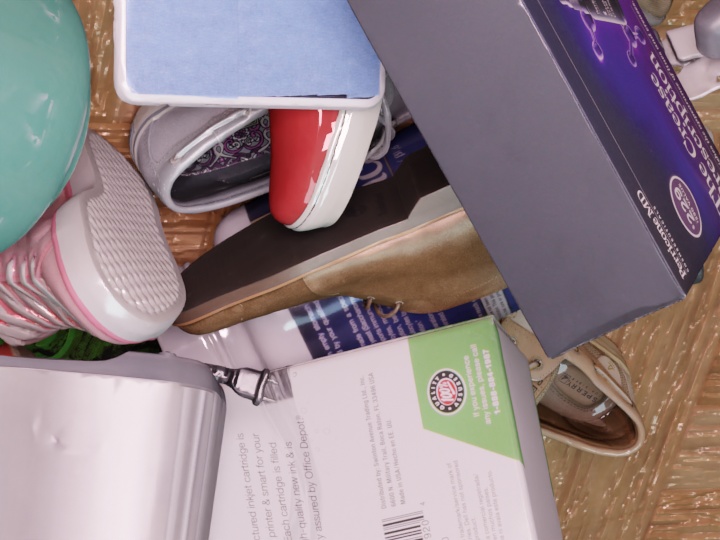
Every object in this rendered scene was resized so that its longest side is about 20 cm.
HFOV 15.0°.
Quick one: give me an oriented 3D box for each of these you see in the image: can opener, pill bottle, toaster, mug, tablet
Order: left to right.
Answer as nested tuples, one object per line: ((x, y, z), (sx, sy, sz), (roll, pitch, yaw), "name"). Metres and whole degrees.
((-0.202, -0.065, 1.262), (0.114, 0.152, 0.185), (18, 116, -34), "mug")
((-0.141, 0.104, 1.285), (0.199, 0.130, 0.114), (4, 170, 2), "toaster")
((-0.050, -0.174, 1.246), (0.130, 0.014, 0.201), (0, 89, -21), "tablet")
((-0.008, 0.002, 1.423), (0.199, 0.111, 0.111), (-26, 133, 1), "pill bottle")
((0.136, -0.108, 1.350), (0.199, 0.053, 0.067), (-14, 132, -1), "can opener")

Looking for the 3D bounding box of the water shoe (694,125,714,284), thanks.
((0.157, -0.028, 1.419), (0.071, 0.079, 0.200), (-13, 174, 12), "water shoe")

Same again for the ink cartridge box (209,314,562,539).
((-0.008, 0.121, 1.351), (0.199, 0.147, 0.084), (-14, 161, 11), "ink cartridge box")

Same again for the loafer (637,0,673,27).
((0.120, -0.199, 1.329), (0.070, 0.075, 0.200), (-29, 133, 8), "loafer")

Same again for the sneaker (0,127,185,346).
((-0.147, 0.007, 1.312), (0.105, 0.200, 0.075), (-41, 112, 8), "sneaker")

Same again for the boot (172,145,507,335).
((0.000, 0.000, 1.337), (0.199, 0.074, 0.076), (-21, 119, 11), "boot")

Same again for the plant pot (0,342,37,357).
((-0.205, 0.145, 1.419), (0.177, 0.200, 0.201), (-39, 132, -1), "plant pot")

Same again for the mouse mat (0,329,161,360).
((-0.182, 0.057, 1.474), (0.160, 0.008, 0.200), (-13, 131, -11), "mouse mat")

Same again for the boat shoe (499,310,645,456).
((0.086, 0.048, 1.529), (0.200, 0.065, 0.071), (23, 117, -35), "boat shoe")

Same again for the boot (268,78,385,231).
((-0.061, -0.123, 1.283), (0.144, 0.072, 0.201), (6, 89, -24), "boot")

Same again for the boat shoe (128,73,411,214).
((-0.016, -0.078, 1.380), (0.200, 0.072, 0.070), (-21, 132, -4), "boat shoe")

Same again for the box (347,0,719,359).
((0.085, -0.082, 1.245), (0.079, 0.141, 0.200), (-25, 101, 28), "box")
